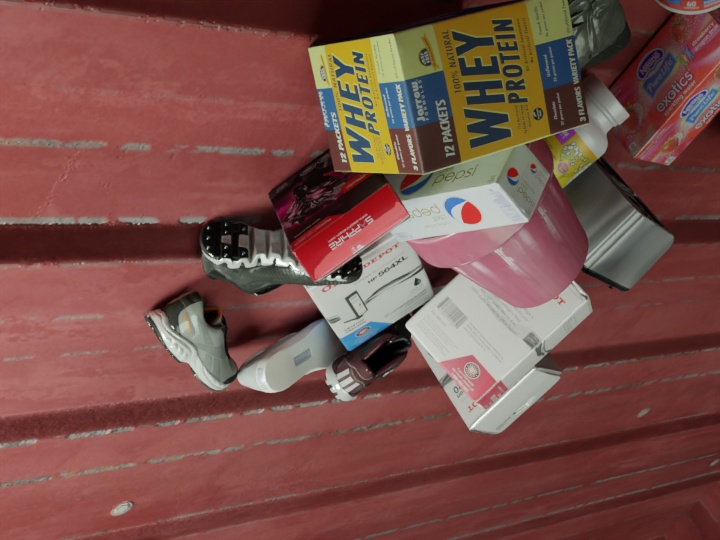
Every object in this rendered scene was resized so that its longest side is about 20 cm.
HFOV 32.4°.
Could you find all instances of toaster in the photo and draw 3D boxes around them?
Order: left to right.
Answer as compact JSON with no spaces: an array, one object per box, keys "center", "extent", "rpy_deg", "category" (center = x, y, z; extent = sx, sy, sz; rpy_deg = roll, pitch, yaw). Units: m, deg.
[{"center":[0.309,-0.081,1.684],"extent":[0.119,0.181,0.200],"rpy_deg":[-46,149,16],"category":"toaster"}]

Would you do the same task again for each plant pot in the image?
[{"center":[0.170,-0.058,1.466],"extent":[0.200,0.200,0.179],"rpy_deg":[-41,119,13],"category":"plant pot"}]

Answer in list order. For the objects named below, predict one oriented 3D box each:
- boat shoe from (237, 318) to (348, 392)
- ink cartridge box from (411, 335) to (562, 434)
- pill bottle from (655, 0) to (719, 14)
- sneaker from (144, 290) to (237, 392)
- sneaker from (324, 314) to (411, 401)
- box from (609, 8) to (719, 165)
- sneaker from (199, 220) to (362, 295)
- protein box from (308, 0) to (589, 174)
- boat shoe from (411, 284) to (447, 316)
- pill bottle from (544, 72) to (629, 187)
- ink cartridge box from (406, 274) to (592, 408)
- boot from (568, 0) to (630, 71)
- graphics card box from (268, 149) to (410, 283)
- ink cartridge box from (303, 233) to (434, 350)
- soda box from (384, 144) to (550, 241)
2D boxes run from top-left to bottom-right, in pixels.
[{"center":[-0.089,0.116,1.694],"extent":[0.200,0.068,0.072],"rpy_deg":[-34,116,-47],"category":"boat shoe"},{"center":[0.180,0.120,1.825],"extent":[0.146,0.200,0.085],"rpy_deg":[-46,148,21],"category":"ink cartridge box"},{"center":[0.365,-0.384,1.361],"extent":[0.112,0.112,0.200],"rpy_deg":[-33,150,0],"category":"pill bottle"},{"center":[-0.192,0.090,1.556],"extent":[0.079,0.074,0.200],"rpy_deg":[-38,150,-3],"category":"sneaker"},{"center":[0.044,0.103,1.710],"extent":[0.115,0.076,0.200],"rpy_deg":[-32,-170,44],"category":"sneaker"},{"center":[0.418,-0.247,1.622],"extent":[0.094,0.103,0.200],"rpy_deg":[4,135,-46],"category":"box"},{"center":[-0.099,-0.009,1.473],"extent":[0.199,0.067,0.091],"rpy_deg":[7,149,-14],"category":"sneaker"},{"center":[0.085,-0.189,1.256],"extent":[0.199,0.198,0.136],"rpy_deg":[-19,103,-24],"category":"protein box"},{"center":[0.159,0.048,1.750],"extent":[0.199,0.068,0.072],"rpy_deg":[-15,164,28],"category":"boat shoe"},{"center":[0.242,-0.159,1.576],"extent":[0.200,0.104,0.104],"rpy_deg":[-41,149,12],"category":"pill bottle"},{"center":[0.184,0.061,1.631],"extent":[0.200,0.146,0.085],"rpy_deg":[-43,159,3],"category":"ink cartridge box"},{"center":[0.228,-0.271,1.454],"extent":[0.200,0.068,0.131],"rpy_deg":[-41,146,-2],"category":"boot"},{"center":[-0.028,-0.073,1.361],"extent":[0.125,0.200,0.051],"rpy_deg":[-35,113,4],"category":"graphics card box"},{"center":[0.000,0.000,1.595],"extent":[0.146,0.084,0.200],"rpy_deg":[-32,151,-1],"category":"ink cartridge box"},{"center":[0.103,-0.085,1.340],"extent":[0.064,0.199,0.068],"rpy_deg":[45,58,-29],"category":"soda box"}]
